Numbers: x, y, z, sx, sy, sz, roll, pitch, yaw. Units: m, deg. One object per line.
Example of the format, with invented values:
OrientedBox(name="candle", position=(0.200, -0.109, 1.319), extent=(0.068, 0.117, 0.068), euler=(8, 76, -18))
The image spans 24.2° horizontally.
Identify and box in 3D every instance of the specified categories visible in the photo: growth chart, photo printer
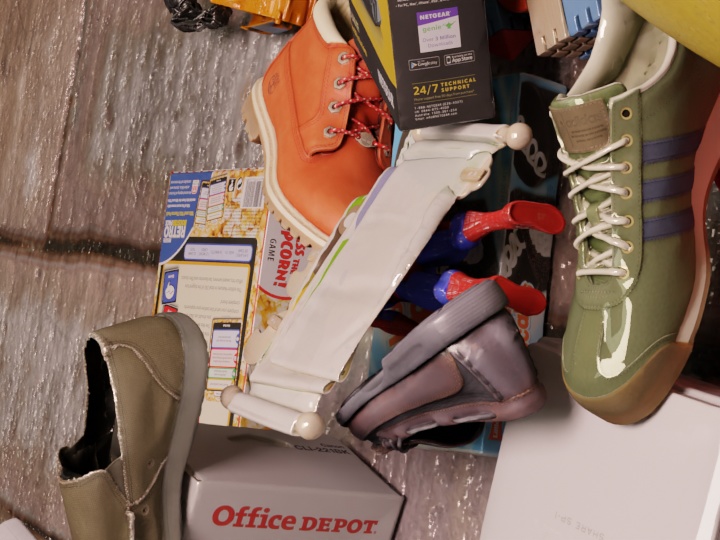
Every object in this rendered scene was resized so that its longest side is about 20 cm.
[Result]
OrientedBox(name="growth chart", position=(0.000, 0.000, 0.859), extent=(0.201, 0.018, 0.145), euler=(-55, 21, -3))
OrientedBox(name="photo printer", position=(0.118, 0.144, 0.759), extent=(0.166, 0.069, 0.202), euler=(19, 98, 57))

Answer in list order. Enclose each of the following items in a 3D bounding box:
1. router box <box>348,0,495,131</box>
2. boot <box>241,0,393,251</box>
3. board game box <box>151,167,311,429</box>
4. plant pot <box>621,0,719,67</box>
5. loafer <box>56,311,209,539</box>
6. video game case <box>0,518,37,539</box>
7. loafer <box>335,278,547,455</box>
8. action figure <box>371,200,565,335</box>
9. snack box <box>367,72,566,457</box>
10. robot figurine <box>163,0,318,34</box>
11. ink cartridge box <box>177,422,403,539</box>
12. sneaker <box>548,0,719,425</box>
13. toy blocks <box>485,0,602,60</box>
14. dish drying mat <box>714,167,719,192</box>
OrientedBox(name="router box", position=(0.023, -0.179, 0.899), extent=(0.200, 0.052, 0.159), euler=(-110, 12, -69))
OrientedBox(name="boot", position=(-0.010, -0.085, 1.024), extent=(0.107, 0.075, 0.201), euler=(-53, 40, 28))
OrientedBox(name="board game box", position=(-0.090, 0.033, 1.135), extent=(0.151, 0.046, 0.202), euler=(3, 84, 57))
OrientedBox(name="plant pot", position=(0.199, -0.134, 0.628), extent=(0.142, 0.199, 0.200), euler=(52, 130, 14))
OrientedBox(name="loafer", position=(-0.135, 0.119, 0.892), extent=(0.075, 0.069, 0.202), euler=(6, 88, 54))
OrientedBox(name="video game case", position=(-0.137, 0.253, 0.876), extent=(0.200, 0.023, 0.183), euler=(42, 139, 24))
OrientedBox(name="loafer", position=(0.037, 0.064, 0.813), extent=(0.063, 0.072, 0.200), euler=(54, 161, 7))
OrientedBox(name="action figure", position=(0.035, 0.002, 0.879), extent=(0.200, 0.051, 0.066), euler=(-5, 72, 60))
OrientedBox(name="snack box", position=(0.055, -0.001, 0.926), extent=(0.116, 0.037, 0.202), euler=(-3, 79, 57))
OrientedBox(name="robot figurine", position=(-0.079, -0.230, 1.178), extent=(0.200, 0.058, 0.146), euler=(27, 104, 56))
OrientedBox(name="ink cartridge box", position=(-0.076, 0.199, 0.977), extent=(0.084, 0.143, 0.202), euler=(30, 107, 53))
OrientedBox(name="sneaker", position=(0.110, -0.043, 0.727), extent=(0.067, 0.090, 0.202), euler=(-2, 63, 51))
OrientedBox(name="toy blocks", position=(0.112, -0.171, 0.847), extent=(0.200, 0.099, 0.138), euler=(-28, 69, 56))
OrientedBox(name="dish drying mat", position=(0.187, -0.053, 0.752), extent=(0.077, 0.018, 0.201), euler=(-50, 43, 37))
